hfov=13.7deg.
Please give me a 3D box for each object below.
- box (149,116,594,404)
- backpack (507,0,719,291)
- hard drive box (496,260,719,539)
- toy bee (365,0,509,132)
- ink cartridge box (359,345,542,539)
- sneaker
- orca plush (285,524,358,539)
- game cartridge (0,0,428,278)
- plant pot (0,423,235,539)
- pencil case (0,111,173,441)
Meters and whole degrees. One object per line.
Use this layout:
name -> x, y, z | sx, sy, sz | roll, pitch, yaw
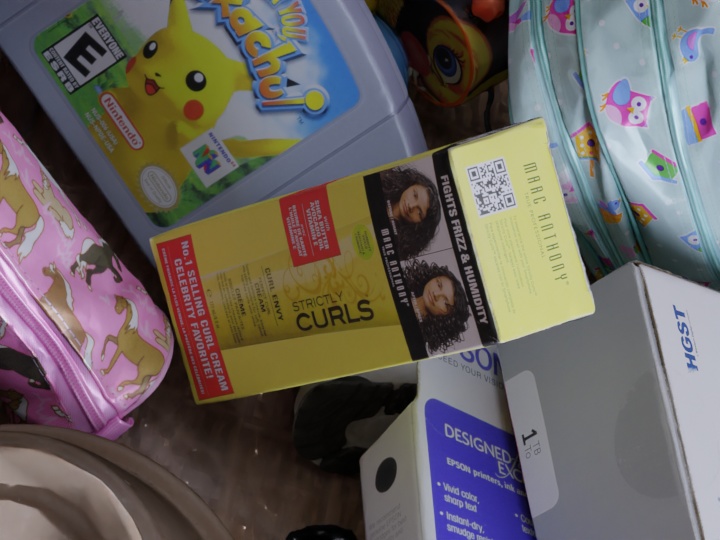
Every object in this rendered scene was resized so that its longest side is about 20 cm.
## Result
box -> 0.000, 0.000, 1.119 | 0.050, 0.200, 0.076 | -17, 92, -36
backpack -> 0.140, -0.062, 1.249 | 0.126, 0.200, 0.168 | -16, 60, 15
hard drive box -> 0.158, 0.100, 1.179 | 0.199, 0.077, 0.157 | 20, 50, -43
toy bee -> 0.037, -0.115, 1.297 | 0.199, 0.109, 0.131 | 34, 56, 2
ink cartridge box -> 0.084, 0.135, 1.167 | 0.198, 0.043, 0.201 | 27, 47, -35
sneaker -> 0.060, 0.028, 1.254 | 0.199, 0.077, 0.089 | 0, 53, -22
orca plush -> 0.014, 0.150, 1.169 | 0.199, 0.071, 0.106 | 28, 58, -3
game cartridge -> -0.062, -0.085, 1.213 | 0.133, 0.040, 0.201 | -33, 98, 13
plant pot -> -0.123, 0.136, 1.047 | 0.199, 0.175, 0.202 | 1, 71, -3
pencil case -> -0.149, -0.019, 1.145 | 0.200, 0.082, 0.087 | 55, 45, -32
